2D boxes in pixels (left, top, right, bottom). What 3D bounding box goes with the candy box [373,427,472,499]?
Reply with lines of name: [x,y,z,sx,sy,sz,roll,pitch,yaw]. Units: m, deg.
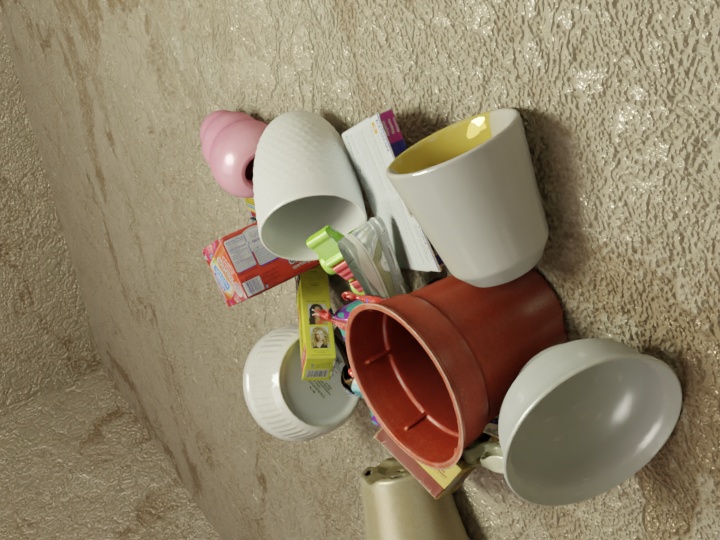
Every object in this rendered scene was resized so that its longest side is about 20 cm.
candy box: [0.097,0.255,1.172,0.117,0.057,0.200,43,-177,18]

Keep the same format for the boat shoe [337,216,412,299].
boat shoe: [0.038,0.017,1.094,0.074,0.065,0.203,39,165,51]

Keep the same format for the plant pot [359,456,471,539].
plant pot: [0.082,0.399,1.330,0.200,0.199,0.185,-7,96,62]

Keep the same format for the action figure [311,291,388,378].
action figure: [-0.009,0.072,1.071,0.098,0.066,0.200,26,153,6]

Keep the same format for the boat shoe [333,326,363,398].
boat shoe: [0.004,0.171,1.367,0.072,0.072,0.201,-2,111,61]

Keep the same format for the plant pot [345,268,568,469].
plant pot: [0.119,0.089,0.955,0.201,0.194,0.202,40,144,37]

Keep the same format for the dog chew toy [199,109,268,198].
dog chew toy: [-0.202,-0.201,1.365,0.200,0.124,0.125,45,149,48]

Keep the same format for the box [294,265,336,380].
box: [-0.075,0.072,1.347,0.075,0.050,0.201,106,160,-54]

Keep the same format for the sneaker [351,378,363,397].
sneaker: [0.093,0.130,1.176,0.198,0.132,0.080,9,161,18]

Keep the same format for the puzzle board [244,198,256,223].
puzzle board: [-0.156,-0.107,1.468,0.199,0.017,0.152,24,134,51]

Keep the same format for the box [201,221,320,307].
box: [-0.127,-0.033,1.280,0.095,0.199,0.100,-19,97,61]

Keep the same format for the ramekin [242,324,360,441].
ramekin: [-0.089,0.186,1.410,0.105,0.199,0.201,-20,96,59]

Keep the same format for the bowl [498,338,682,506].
bowl: [0.219,0.140,0.861,0.091,0.199,0.202,-120,20,-51]

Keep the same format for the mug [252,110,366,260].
mug: [-0.068,-0.115,1.174,0.200,0.147,0.176,50,-157,-54]

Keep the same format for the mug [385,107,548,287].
mug: [0.129,-0.076,0.896,0.148,0.187,0.154,-20,109,21]

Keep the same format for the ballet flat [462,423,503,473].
ballet flat: [0.176,0.238,1.127,0.200,0.067,0.069,-5,110,62]

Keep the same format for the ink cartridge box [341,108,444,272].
ink cartridge box: [0.049,-0.097,1.038,0.198,0.043,0.200,68,168,-7]

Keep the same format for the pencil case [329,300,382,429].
pencil case: [0.024,0.138,1.284,0.084,0.092,0.201,-15,106,21]

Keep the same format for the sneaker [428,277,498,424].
sneaker: [0.134,0.109,1.105,0.074,0.087,0.202,145,122,-72]

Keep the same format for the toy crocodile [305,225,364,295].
toy crocodile: [0.000,0.000,1.146,0.200,0.067,0.062,39,-149,-45]
